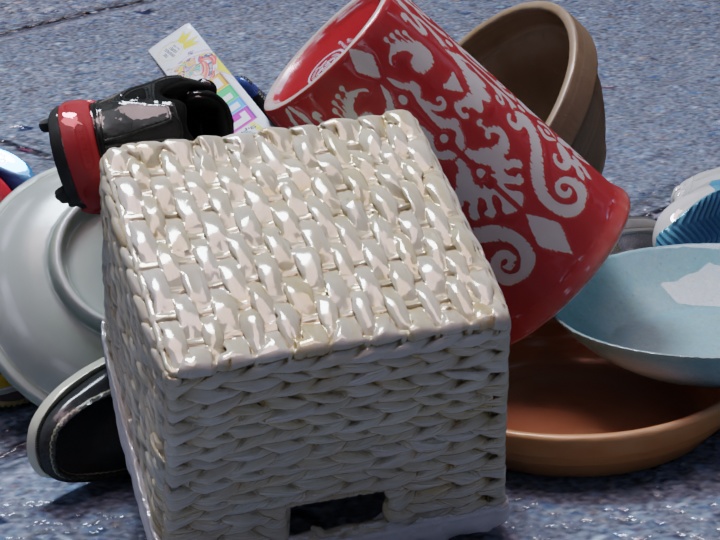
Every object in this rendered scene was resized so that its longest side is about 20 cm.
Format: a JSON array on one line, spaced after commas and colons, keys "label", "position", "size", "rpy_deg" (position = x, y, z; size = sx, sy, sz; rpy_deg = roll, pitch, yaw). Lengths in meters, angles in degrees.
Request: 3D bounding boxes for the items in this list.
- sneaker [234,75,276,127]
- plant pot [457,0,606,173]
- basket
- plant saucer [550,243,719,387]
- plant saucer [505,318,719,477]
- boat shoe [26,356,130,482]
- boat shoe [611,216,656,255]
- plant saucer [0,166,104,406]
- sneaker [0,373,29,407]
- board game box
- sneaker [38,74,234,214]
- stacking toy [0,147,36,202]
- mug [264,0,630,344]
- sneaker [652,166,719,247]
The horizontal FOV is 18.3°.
[{"label": "sneaker", "position": [-0.069, -0.054, 1.568], "size": [0.075, 0.079, 0.200], "rpy_deg": [-24, 55, -1]}, {"label": "plant pot", "position": [0.110, -0.085, 1.601], "size": [0.093, 0.201, 0.201], "rpy_deg": [35, 2, -27]}, {"label": "basket", "position": [-0.033, 0.035, 1.210], "size": [0.198, 0.161, 0.200], "rpy_deg": [-9, 42, -12]}, {"label": "plant saucer", "position": [0.212, 0.032, 1.347], "size": [0.200, 0.039, 0.201], "rpy_deg": [-3, 19, 1]}, {"label": "plant saucer", "position": [0.131, 0.076, 1.346], "size": [0.199, 0.038, 0.200], "rpy_deg": [-3, 19, 1]}, {"label": "boat shoe", "position": [-0.101, 0.080, 1.316], "size": [0.200, 0.072, 0.068], "rpy_deg": [-13, 17, -33]}, {"label": "boat shoe", "position": [0.137, 0.007, 1.525], "size": [0.074, 0.065, 0.202], "rpy_deg": [-14, 2, 42]}, {"label": "plant saucer", "position": [-0.142, 0.004, 1.395], "size": [0.199, 0.050, 0.201], "rpy_deg": [7, 59, -12]}, {"label": "sneaker", "position": [-0.205, 0.018, 1.483], "size": [0.075, 0.090, 0.200], "rpy_deg": [4, 21, 20]}, {"label": "board game box", "position": [-0.057, -0.057, 1.403], "size": [0.034, 0.135, 0.200], "rpy_deg": [-34, 39, -3]}, {"label": "sneaker", "position": [-0.114, -0.071, 1.309], "size": [0.098, 0.071, 0.200], "rpy_deg": [-14, -2, 8]}, {"label": "stacking toy", "position": [-0.298, 0.003, 1.472], "size": [0.116, 0.110, 0.200], "rpy_deg": [22, 39, 15]}, {"label": "mug", "position": [0.036, -0.061, 1.365], "size": [0.177, 0.200, 0.134], "rpy_deg": [-22, 29, 54]}, {"label": "sneaker", "position": [0.254, -0.031, 1.597], "size": [0.081, 0.077, 0.200], "rpy_deg": [1, 11, 35]}]
